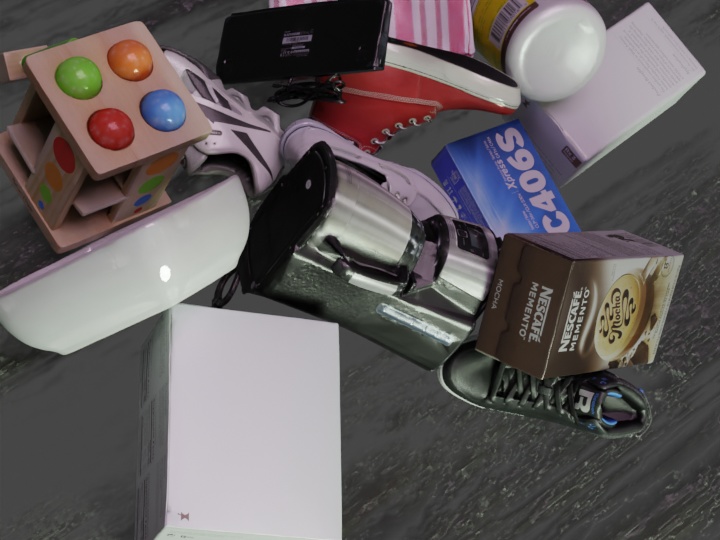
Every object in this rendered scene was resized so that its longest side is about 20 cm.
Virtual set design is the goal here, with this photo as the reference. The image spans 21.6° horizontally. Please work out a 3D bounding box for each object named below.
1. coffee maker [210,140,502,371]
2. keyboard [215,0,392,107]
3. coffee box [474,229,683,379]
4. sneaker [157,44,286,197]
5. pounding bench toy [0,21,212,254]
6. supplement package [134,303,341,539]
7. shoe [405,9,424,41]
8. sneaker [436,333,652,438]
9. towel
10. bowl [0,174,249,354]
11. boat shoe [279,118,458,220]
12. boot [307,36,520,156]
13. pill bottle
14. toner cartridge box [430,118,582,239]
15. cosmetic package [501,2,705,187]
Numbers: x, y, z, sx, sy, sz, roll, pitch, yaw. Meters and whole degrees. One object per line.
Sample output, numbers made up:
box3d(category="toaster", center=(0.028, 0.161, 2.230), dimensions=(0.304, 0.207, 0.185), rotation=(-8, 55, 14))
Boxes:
box3d(category="coffee maker", center=(0.000, 0.000, 1.716), dimensions=(0.199, 0.192, 0.135), rotation=(27, 54, -25))
box3d(category="keyboard", center=(-0.052, -0.199, 1.781), dimensions=(0.040, 0.199, 0.105), rotation=(27, 69, -49))
box3d(category="coffee box", center=(0.202, 0.028, 1.725), dimensions=(0.080, 0.114, 0.200), rotation=(24, 17, 35))
box3d(category="sneaker", center=(-0.159, -0.139, 1.753), dimensions=(0.199, 0.074, 0.089), rotation=(29, 57, -7))
box3d(category="pounding bench toy", center=(-0.248, -0.152, 1.669), dimensions=(0.124, 0.156, 0.200), rotation=(-25, 74, -34))
box3d(category="supplement package", center=(-0.105, 0.147, 1.622), dimensions=(0.155, 0.111, 0.201), rotation=(8, 65, -18))
box3d(category="shoe", center=(0.026, -0.279, 1.902), dimensions=(0.091, 0.071, 0.201), rotation=(-2, 85, 13))
box3d(category="sneaker", center=(0.178, 0.107, 1.744), dimensions=(0.199, 0.112, 0.073), rotation=(12, 91, -17))
box3d(category="towel", center=(0.007, -0.264, 1.845), dimensions=(0.199, 0.030, 0.147), rotation=(-6, 80, 2))
box3d(category="bowl", center=(-0.193, 0.002, 1.590), dimensions=(0.075, 0.199, 0.200), rotation=(64, 25, -4))
box3d(category="boat shoe", center=(0.010, -0.069, 1.768), dimensions=(0.199, 0.074, 0.067), rotation=(25, 19, -23))
box3d(category="boot", center=(0.046, -0.142, 1.800), dimensions=(0.199, 0.072, 0.145), rotation=(15, 104, 8))
box3d(category="pill bottle", center=(0.154, -0.257, 1.875), dimensions=(0.109, 0.110, 0.200), rotation=(-5, 35, -24))
box3d(category="toner cartridge box", center=(0.158, -0.044, 1.855), dimensions=(0.095, 0.043, 0.201), rotation=(-22, 76, -27))
box3d(category="cosmetic package", center=(0.251, -0.182, 1.940), dimensions=(0.200, 0.074, 0.102), rotation=(-34, 82, -29))
